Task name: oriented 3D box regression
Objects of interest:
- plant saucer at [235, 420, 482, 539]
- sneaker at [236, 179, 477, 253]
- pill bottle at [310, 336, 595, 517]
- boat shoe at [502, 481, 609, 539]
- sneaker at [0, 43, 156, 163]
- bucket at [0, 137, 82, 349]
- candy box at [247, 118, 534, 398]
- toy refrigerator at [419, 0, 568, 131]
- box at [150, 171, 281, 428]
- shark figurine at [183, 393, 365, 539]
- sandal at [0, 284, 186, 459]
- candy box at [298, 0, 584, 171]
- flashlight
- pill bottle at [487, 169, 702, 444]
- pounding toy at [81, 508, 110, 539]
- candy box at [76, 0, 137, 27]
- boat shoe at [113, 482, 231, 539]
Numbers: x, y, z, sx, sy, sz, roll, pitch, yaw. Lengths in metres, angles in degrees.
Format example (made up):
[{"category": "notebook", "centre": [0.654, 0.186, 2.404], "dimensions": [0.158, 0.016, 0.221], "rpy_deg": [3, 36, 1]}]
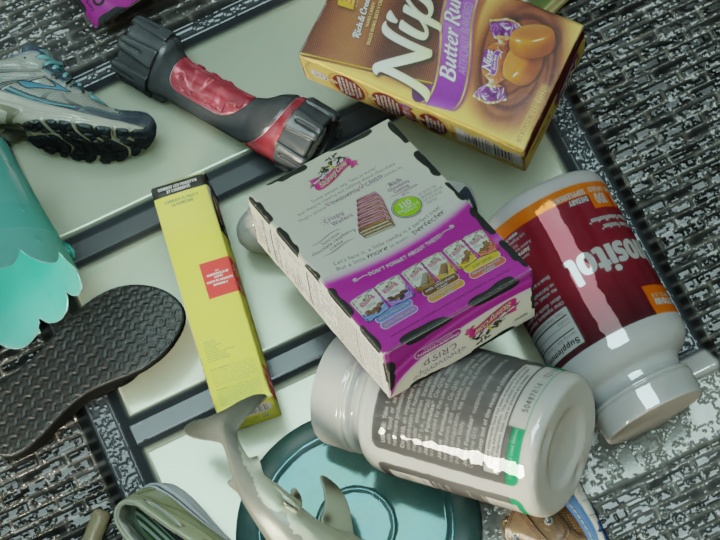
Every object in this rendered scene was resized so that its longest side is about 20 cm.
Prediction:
[{"category": "plant saucer", "centre": [-0.002, 0.206, 1.671], "dimensions": [0.199, 0.027, 0.201], "rpy_deg": [-1, 73, 4]}, {"category": "sneaker", "centre": [0.000, 0.000, 1.704], "dimensions": [0.199, 0.080, 0.130], "rpy_deg": [-1, 64, -6]}, {"category": "pill bottle", "centre": [0.069, 0.111, 1.605], "dimensions": [0.200, 0.113, 0.113], "rpy_deg": [14, 74, 28]}, {"category": "boat shoe", "centre": [0.149, 0.198, 1.643], "dimensions": [0.072, 0.072, 0.200], "rpy_deg": [-26, 63, 2]}, {"category": "sneaker", "centre": [-0.267, -0.150, 1.777], "dimensions": [0.199, 0.078, 0.087], "rpy_deg": [11, 71, 8]}, {"category": "bucket", "centre": [-0.340, -0.011, 1.680], "dimensions": [0.207, 0.207, 0.135], "rpy_deg": [-24, 70, -2]}, {"category": "candy box", "centre": [0.022, -0.012, 1.604], "dimensions": [0.136, 0.061, 0.200], "rpy_deg": [-28, 53, -16]}, {"category": "toy refrigerator", "centre": [0.103, -0.213, 1.762], "dimensions": [0.200, 0.076, 0.070], "rpy_deg": [-44, 75, -9]}, {"category": "box", "centre": [-0.118, 0.026, 1.711], "dimensions": [0.050, 0.075, 0.200], "rpy_deg": [-17, 72, 0]}, {"category": "shark figurine", "centre": [-0.063, 0.199, 1.599], "dimensions": [0.214, 0.128, 0.090], "rpy_deg": [42, 118, 1]}, {"category": "sandal", "centre": [-0.228, 0.080, 1.724], "dimensions": [0.200, 0.048, 0.075], "rpy_deg": [-35, 74, 7]}, {"category": "candy box", "centre": [0.065, -0.174, 1.667], "dimensions": [0.200, 0.056, 0.117], "rpy_deg": [23, 77, 13]}, {"category": "flashlight", "centre": [-0.114, -0.150, 1.766], "dimensions": [0.200, 0.068, 0.068], "rpy_deg": [31, 79, 12]}, {"category": "pill bottle", "centre": [0.187, 0.030, 1.662], "dimensions": [0.113, 0.113, 0.200], "rpy_deg": [-27, 73, -3]}, {"category": "pounding toy", "centre": [-0.244, 0.313, 1.619], "dimensions": [0.184, 0.142, 0.200], "rpy_deg": [-39, 71, 8]}, {"category": "candy box", "centre": [-0.178, -0.317, 1.772], "dimensions": [0.200, 0.061, 0.137], "rpy_deg": [-33, 100, 7]}, {"category": "boat shoe", "centre": [-0.115, 0.244, 1.641], "dimensions": [0.200, 0.062, 0.072], "rpy_deg": [37, 112, 20]}]
